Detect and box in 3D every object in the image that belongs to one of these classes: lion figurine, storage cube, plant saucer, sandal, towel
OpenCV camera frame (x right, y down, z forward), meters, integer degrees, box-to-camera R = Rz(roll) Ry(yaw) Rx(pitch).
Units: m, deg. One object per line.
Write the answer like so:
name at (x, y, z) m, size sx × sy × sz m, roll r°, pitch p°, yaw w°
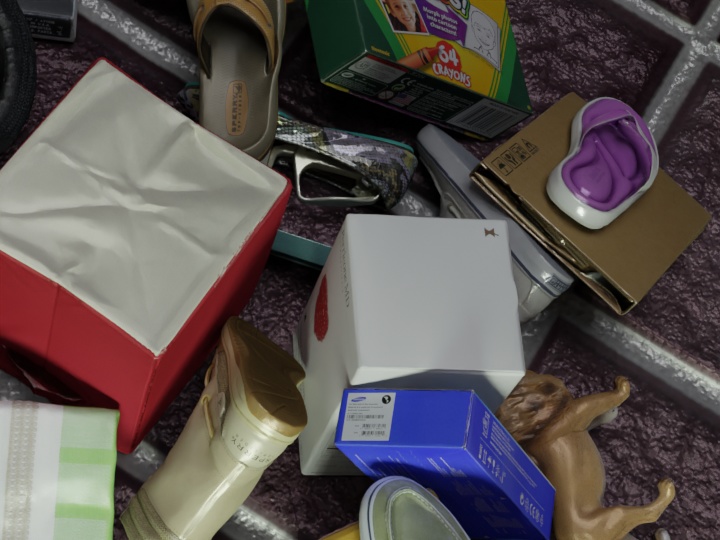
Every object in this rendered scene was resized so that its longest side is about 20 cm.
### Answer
lion figurine at (0.160, 0.155, 1.355) m, size 0.122 × 0.073 × 0.200 m, roll -19°, pitch 72°, yaw -19°
storage cube at (-0.175, -0.010, 1.291) m, size 0.171 × 0.180 × 0.200 m, roll 34°, pitch 62°, yaw 4°
plant saucer at (0.000, 0.000, 1.398) m, size 0.200 × 0.070 × 0.019 m, roll 19°, pitch 85°, yaw -5°
sandal at (-0.099, -0.178, 1.384) m, size 0.080 × 0.054 × 0.201 m, roll -5°, pitch 74°, yaw 10°
sandal at (0.206, -0.093, 1.439) m, size 0.082 × 0.050 × 0.203 m, roll 36°, pitch 34°, yaw -3°
towel at (-0.267, 0.162, 1.229) m, size 0.199 × 0.031 × 0.150 m, roll 3°, pitch 90°, yaw -10°

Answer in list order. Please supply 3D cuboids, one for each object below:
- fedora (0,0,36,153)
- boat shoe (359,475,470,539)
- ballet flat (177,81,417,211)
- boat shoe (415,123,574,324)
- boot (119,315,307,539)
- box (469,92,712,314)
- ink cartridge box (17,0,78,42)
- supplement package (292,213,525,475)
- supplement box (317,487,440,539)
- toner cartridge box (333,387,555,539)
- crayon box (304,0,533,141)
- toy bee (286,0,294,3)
fedora at (-0.342, -0.151, 1.368) m, size 0.200 × 0.092 × 0.201 m, roll 5°, pitch 70°, yaw -15°
boat shoe at (0.064, 0.216, 1.155) m, size 0.072 × 0.062 × 0.200 m, roll -20°, pitch 69°, yaw -24°
ballet flat at (-0.055, -0.092, 1.430) m, size 0.200 × 0.072 × 0.072 m, roll 17°, pitch 61°, yaw -4°
boat shoe at (0.090, -0.036, 1.433) m, size 0.070 × 0.071 × 0.200 m, roll -46°, pitch 56°, yaw 15°
boot at (-0.106, 0.125, 1.290) m, size 0.073 × 0.200 × 0.156 m, roll 33°, pitch 101°, yaw -16°
box at (0.190, -0.059, 1.449) m, size 0.163 × 0.021 × 0.200 m, roll 43°, pitch 34°, yaw 6°
ink cartridge box at (-0.325, -0.289, 1.474) m, size 0.198 × 0.043 × 0.200 m, roll 5°, pitch 61°, yaw -11°
supplement package at (0.029, 0.058, 1.296) m, size 0.119 × 0.200 × 0.122 m, roll 2°, pitch 62°, yaw -13°
supplement box at (0.041, 0.272, 1.230) m, size 0.103 × 0.131 × 0.200 m, roll -21°, pitch 71°, yaw -23°
toner cartridge box at (0.063, 0.138, 1.253) m, size 0.095 × 0.200 × 0.043 m, roll 1°, pitch 65°, yaw 23°
crayon box at (0.041, -0.213, 1.467) m, size 0.200 × 0.058 × 0.173 m, roll 14°, pitch 56°, yaw -44°
toy bee at (-0.093, -0.248, 1.462) m, size 0.200 × 0.109 × 0.131 m, roll -18°, pitch 109°, yaw -3°
